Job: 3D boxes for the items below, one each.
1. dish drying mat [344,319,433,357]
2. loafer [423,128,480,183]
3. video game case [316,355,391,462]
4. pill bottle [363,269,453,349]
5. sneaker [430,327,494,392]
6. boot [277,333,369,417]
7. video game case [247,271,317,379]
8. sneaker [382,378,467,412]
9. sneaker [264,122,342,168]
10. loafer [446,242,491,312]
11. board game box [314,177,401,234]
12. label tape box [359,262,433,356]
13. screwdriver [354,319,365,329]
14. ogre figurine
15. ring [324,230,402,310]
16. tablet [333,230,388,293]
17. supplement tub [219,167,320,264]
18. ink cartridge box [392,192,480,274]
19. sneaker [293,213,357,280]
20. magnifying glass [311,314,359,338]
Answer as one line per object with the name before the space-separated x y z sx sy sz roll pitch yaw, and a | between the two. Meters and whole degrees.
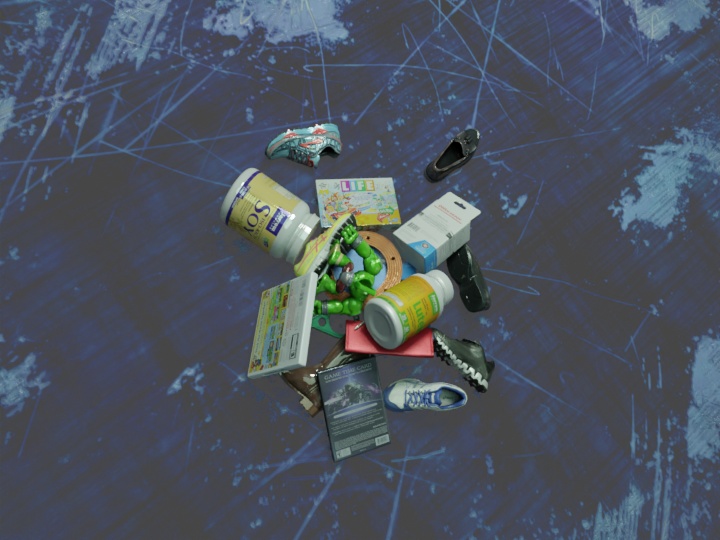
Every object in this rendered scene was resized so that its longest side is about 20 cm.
dish drying mat | 0.063 0.152 1.220 0.194 0.018 0.078 5 57 -4
loafer | 0.247 -0.303 1.438 0.200 0.063 0.072 -43 88 -17
video game case | -0.013 0.306 1.235 0.139 0.019 0.206 -12 94 -17
pill bottle | 0.111 0.076 1.204 0.198 0.111 0.113 -28 83 -35
sneaker | 0.242 0.193 1.321 0.199 0.066 0.091 42 70 -3
boot | -0.087 0.196 1.253 0.199 0.064 0.188 -40 100 -14
video game case | -0.167 0.119 1.188 0.023 0.180 0.205 27 56 -38
sneaker | 0.148 0.284 1.267 0.194 0.088 0.078 -1 79 -10
sneaker | -0.134 -0.295 1.355 0.195 0.079 0.098 -18 83 -14
loafer | 0.268 0.008 1.376 0.071 0.072 0.205 7 63 -49
board game box | -0.008 -0.159 1.352 0.194 0.034 0.138 -4 63 -12
label tape box | 0.078 0.090 1.305 0.140 0.064 0.204 -5 61 -12
screwdriver | 0.060 0.074 1.251 0.199 0.029 0.028 -39 107 -31
ogre figurine | -0.027 0.020 1.195 0.118 0.098 0.204 26 76 -15
ring | 0.000 0.000 1.283 0.194 0.019 0.205 -3 62 5
tablet | -0.010 -0.015 1.309 0.128 0.014 0.202 -27 63 -9
supplement tub | -0.203 -0.121 1.264 0.198 0.146 0.147 33 73 -1
ink cartridge box | 0.187 -0.093 1.345 0.198 0.069 0.116 -36 54 -21
sneaker | -0.084 -0.055 1.265 0.089 0.079 0.202 25 71 37
magnifying glass | -0.097 0.121 1.293 0.194 0.022 0.082 -3 77 -11
